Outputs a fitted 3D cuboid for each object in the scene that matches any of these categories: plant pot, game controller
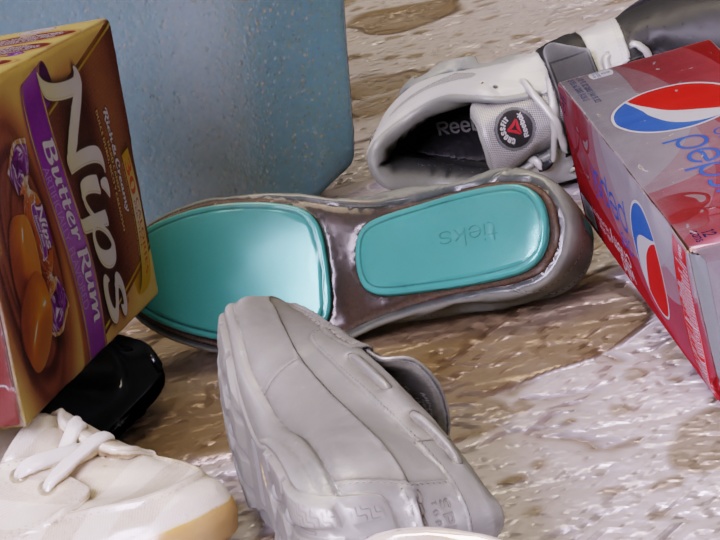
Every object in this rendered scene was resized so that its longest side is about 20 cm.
[{"bbox_3d":[-0.113,-0.099,1.333,0.199,0.197,0.196,-8,13,-19],"label":"plant pot"},{"bbox_3d":[-0.177,0.062,1.108,0.199,0.042,0.104,-5,33,30],"label":"game controller"}]

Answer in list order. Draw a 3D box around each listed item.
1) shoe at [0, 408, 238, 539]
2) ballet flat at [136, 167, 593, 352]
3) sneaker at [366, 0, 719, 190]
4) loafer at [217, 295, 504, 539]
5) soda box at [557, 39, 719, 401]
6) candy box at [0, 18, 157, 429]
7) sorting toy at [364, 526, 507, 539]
[{"bbox_3d":[-0.133,0.079,0.966,0.199,0.054,0.070,-4,19,31],"label":"shoe"},{"bbox_3d":[0.000,0.000,1.138,0.199,0.068,0.064,-7,-10,20],"label":"ballet flat"},{"bbox_3d":[0.093,-0.069,1.257,0.199,0.074,0.089,-17,13,27],"label":"sneaker"},{"bbox_3d":[-0.005,0.056,0.925,0.069,0.070,0.200,-11,23,-10],"label":"loafer"},{"bbox_3d":[0.133,-0.023,1.038,0.070,0.064,0.200,-15,23,-4],"label":"soda box"},{"bbox_3d":[-0.131,-0.021,1.028,0.056,0.117,0.200,-8,12,10],"label":"candy box"},{"bbox_3d":[0.050,0.142,0.541,0.179,0.108,0.200,1,20,22],"label":"sorting toy"}]
